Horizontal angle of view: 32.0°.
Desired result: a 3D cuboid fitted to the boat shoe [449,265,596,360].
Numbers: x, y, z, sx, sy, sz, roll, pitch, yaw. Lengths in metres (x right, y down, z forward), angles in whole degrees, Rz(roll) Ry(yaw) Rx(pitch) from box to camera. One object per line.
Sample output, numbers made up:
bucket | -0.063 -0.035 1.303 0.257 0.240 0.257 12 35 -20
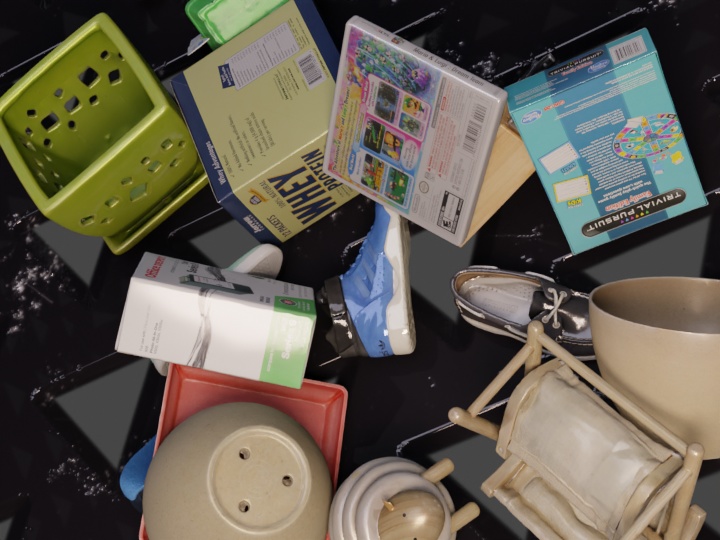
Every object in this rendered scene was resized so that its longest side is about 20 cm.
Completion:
boat shoe | 0.184 0.039 1.302 0.198 0.060 0.075 17 74 30

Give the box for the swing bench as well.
swing bench | 0.204 0.187 1.152 0.130 0.201 0.198 -44 57 -10

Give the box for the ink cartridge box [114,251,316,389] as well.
ink cartridge box | -0.152 0.051 1.343 0.196 0.146 0.086 12 100 -6

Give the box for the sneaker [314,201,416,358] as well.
sneaker | 0.000 0.000 1.393 0.109 0.077 0.203 -7 71 11

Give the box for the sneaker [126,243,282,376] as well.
sneaker | -0.190 0.014 1.474 0.200 0.074 0.119 -42 61 3

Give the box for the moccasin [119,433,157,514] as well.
moccasin | -0.180 0.191 1.391 0.199 0.069 0.080 -36 41 -21

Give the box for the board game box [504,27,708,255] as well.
board game box | 0.249 -0.125 1.263 0.149 0.201 0.047 -20 39 14

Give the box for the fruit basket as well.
fruit basket | -0.140 -0.332 1.575 0.184 0.200 0.094 -37 100 4

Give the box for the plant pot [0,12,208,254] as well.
plant pot | -0.303 -0.155 1.540 0.199 0.181 0.200 -40 57 4

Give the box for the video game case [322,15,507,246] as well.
video game case | 0.050 -0.141 1.300 0.180 0.202 0.024 30 48 16

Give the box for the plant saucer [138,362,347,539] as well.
plant saucer | -0.123 0.207 1.330 0.197 0.037 0.203 12 70 -11

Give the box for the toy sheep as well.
toy sheep | 0.032 0.246 1.225 0.135 0.200 0.140 5 72 -15

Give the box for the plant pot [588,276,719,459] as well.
plant pot | 0.308 0.095 1.165 0.197 0.200 0.137 8 106 27

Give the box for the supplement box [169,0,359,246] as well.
supplement box | -0.087 -0.175 1.477 0.198 0.134 0.202 -31 58 8

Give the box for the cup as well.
cup | -0.110 0.216 1.234 0.197 0.143 0.204 5 70 -13

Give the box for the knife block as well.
knife block | 0.156 -0.128 1.326 0.064 0.175 0.202 34 82 -10
